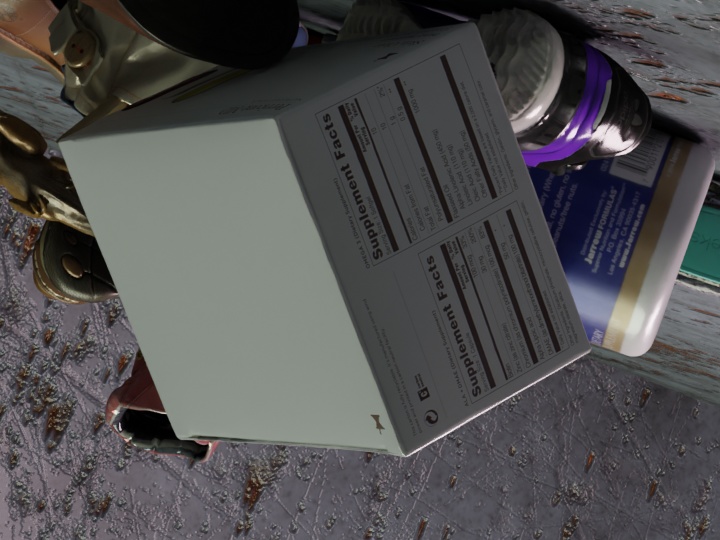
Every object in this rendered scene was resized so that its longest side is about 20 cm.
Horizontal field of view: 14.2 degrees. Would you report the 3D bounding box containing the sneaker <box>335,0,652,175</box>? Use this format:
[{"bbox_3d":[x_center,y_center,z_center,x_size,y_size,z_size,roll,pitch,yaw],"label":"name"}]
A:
[{"bbox_3d":[0.060,-0.077,1.332,0.099,0.070,0.200,19,178,-31],"label":"sneaker"}]

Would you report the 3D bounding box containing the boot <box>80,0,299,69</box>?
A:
[{"bbox_3d":[-0.131,-0.147,1.334,0.188,0.069,0.200,20,178,-15],"label":"boot"}]

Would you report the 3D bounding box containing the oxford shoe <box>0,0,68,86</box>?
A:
[{"bbox_3d":[-0.137,-0.136,1.612,0.071,0.072,0.200,-10,165,34],"label":"oxford shoe"}]

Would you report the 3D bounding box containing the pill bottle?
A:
[{"bbox_3d":[0.072,-0.040,1.491,0.200,0.116,0.116,20,177,7],"label":"pill bottle"}]

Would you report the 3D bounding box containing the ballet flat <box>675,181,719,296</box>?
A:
[{"bbox_3d":[0.140,-0.036,1.619,0.200,0.072,0.072,21,177,7],"label":"ballet flat"}]

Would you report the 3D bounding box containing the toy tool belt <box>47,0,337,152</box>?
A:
[{"bbox_3d":[-0.086,-0.089,1.543,0.125,0.123,0.200,18,177,33],"label":"toy tool belt"}]

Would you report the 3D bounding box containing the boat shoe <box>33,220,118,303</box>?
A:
[{"bbox_3d":[-0.113,-0.054,1.637,0.076,0.200,0.074,53,152,-7],"label":"boat shoe"}]

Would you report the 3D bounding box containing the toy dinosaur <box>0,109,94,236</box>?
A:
[{"bbox_3d":[-0.192,-0.066,1.539,0.200,0.060,0.106,46,-167,28],"label":"toy dinosaur"}]

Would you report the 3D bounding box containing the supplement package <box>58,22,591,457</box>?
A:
[{"bbox_3d":[-0.020,-0.013,1.282,0.111,0.156,0.200,-28,-166,-30],"label":"supplement package"}]

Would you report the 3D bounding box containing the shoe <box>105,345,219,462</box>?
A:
[{"bbox_3d":[-0.057,0.047,1.476,0.071,0.091,0.200,38,155,-26],"label":"shoe"}]
